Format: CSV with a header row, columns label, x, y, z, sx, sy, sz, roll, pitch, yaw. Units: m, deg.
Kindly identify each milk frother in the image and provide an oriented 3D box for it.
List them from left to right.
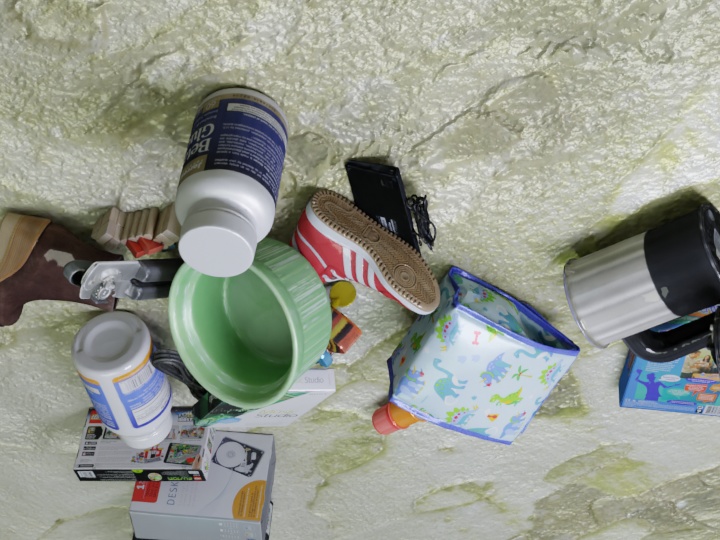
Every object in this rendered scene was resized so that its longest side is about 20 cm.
label,x,y,z,sx,sy,sz,roll,pitch,yaw
milk frother,0.349,0.051,1.513,0.187,0.200,0.182,-25,101,31

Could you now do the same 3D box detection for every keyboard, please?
label,x,y,z,sx,sy,sz,roll,pitch,yaw
keyboard,0.049,-0.062,1.578,0.103,0.040,0.201,16,146,26

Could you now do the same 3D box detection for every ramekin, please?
label,x,y,z,sx,sy,sz,roll,pitch,yaw
ramekin,-0.130,0.057,1.584,0.198,0.097,0.202,14,116,30

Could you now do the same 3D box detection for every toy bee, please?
label,x,y,z,sx,sy,sz,roll,pitch,yaw
toy bee,-0.068,0.075,1.688,0.109,0.131,0.200,41,145,-2

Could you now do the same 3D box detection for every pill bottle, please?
label,x,y,z,sx,sy,sz,roll,pitch,yaw
pill bottle,-0.326,0.160,1.816,0.111,0.113,0.201,-1,140,8
pill bottle,-0.144,-0.095,1.424,0.110,0.201,0.112,4,140,3

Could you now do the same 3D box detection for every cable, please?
label,x,y,z,sx,sy,sz,roll,pitch,yaw
cable,-0.228,0.144,1.817,0.096,0.051,0.200,-10,149,37

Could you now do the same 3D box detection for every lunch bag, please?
label,x,y,z,sx,sy,sz,roll,pitch,yaw
lunch bag,0.157,0.119,1.665,0.199,0.128,0.171,27,115,-13

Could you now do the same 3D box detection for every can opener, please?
label,x,y,z,sx,sy,sz,roll,pitch,yaw
can opener,-0.282,0.002,1.612,0.199,0.067,0.054,-4,127,-57

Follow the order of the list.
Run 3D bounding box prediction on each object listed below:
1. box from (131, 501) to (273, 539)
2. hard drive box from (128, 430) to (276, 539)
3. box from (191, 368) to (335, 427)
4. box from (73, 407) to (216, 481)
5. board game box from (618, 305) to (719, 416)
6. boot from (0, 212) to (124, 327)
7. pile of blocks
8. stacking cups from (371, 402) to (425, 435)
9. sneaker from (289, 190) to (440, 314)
label,x,y,z,sx,sy,sz,roll,pitch,yaw
box,-0.255,0.415,2.095,0.198,0.123,0.106,-11,138,20
hard drive box,-0.236,0.327,1.965,0.198,0.157,0.077,3,140,3
box,-0.134,0.174,1.756,0.143,0.037,0.200,2,159,-23
box,-0.319,0.259,1.932,0.198,0.111,0.035,-1,140,10
board game box,0.433,0.114,1.711,0.150,0.045,0.201,6,140,2
boot,-0.398,0.026,1.682,0.165,0.073,0.201,23,131,1
pile of blocks,-0.242,-0.036,1.614,0.198,0.063,0.082,-5,138,14
stacking cups,0.099,0.184,1.833,0.060,0.061,0.199,32,137,-27
sneaker,0.000,0.000,1.588,0.200,0.071,0.113,41,136,2
